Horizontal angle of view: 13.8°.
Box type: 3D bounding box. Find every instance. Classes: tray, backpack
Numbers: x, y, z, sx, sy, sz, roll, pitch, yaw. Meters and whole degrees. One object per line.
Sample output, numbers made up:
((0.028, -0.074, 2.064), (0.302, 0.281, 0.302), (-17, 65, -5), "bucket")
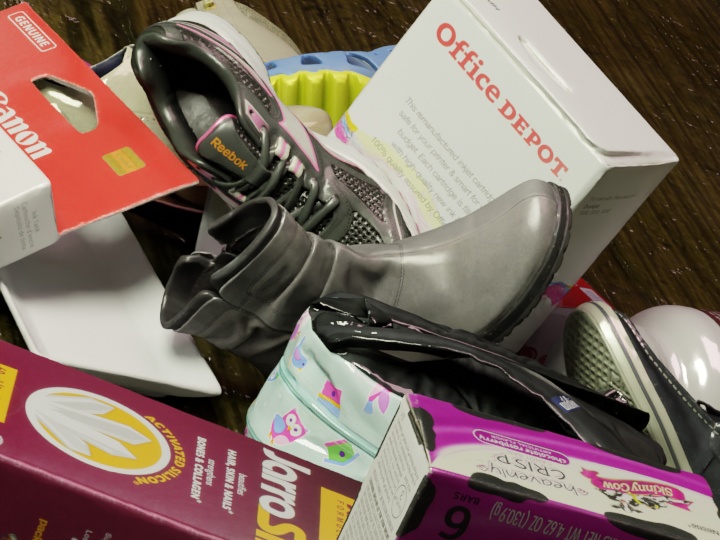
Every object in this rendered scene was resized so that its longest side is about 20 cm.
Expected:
((-0.151, 0.011, 1.566), (0.107, 0.022, 0.200), (12, 25, -29), "tray")
((0.044, 0.095, 1.438), (0.200, 0.127, 0.167), (26, 7, -5), "backpack")

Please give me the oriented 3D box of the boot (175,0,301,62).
((-0.093, -0.122, 1.870), (0.200, 0.072, 0.155), (16, 23, -36), "boot")

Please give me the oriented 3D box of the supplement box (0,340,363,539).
((-0.096, 0.117, 1.290), (0.200, 0.086, 0.110), (22, 21, -9), "supplement box")

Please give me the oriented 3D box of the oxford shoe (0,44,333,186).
((-0.109, -0.088, 1.660), (0.200, 0.074, 0.071), (-1, 13, -10), "oxford shoe")

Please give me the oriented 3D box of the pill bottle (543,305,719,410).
((0.202, 0.079, 1.664), (0.200, 0.113, 0.113), (10, 26, -35), "pill bottle")

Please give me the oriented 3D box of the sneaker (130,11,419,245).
((-0.056, -0.055, 1.579), (0.200, 0.080, 0.086), (43, 12, 11), "sneaker")

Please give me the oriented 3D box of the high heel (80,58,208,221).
((-0.146, -0.077, 1.707), (0.200, 0.067, 0.096), (13, 15, -34), "high heel")

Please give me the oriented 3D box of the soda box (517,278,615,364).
((0.061, -0.002, 1.757), (0.063, 0.070, 0.200), (5, 29, -40), "soda box")

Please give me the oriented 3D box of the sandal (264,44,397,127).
((0.016, -0.101, 1.757), (0.200, 0.080, 0.087), (0, 35, -21), "sandal")

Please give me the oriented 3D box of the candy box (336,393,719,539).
((0.045, 0.160, 1.184), (0.136, 0.200, 0.061), (16, 25, -17), "candy box")

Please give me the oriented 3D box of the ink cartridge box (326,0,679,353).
((0.056, -0.040, 1.628), (0.085, 0.200, 0.145), (-6, 51, -53), "ink cartridge box")

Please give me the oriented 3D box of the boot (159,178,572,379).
((0.000, 0.000, 1.503), (0.132, 0.200, 0.070), (33, 32, -29), "boot")

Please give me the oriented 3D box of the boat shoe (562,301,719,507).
((0.172, 0.098, 1.543), (0.062, 0.075, 0.200), (-34, 92, -24), "boat shoe")

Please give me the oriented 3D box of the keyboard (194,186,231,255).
((-0.064, -0.036, 1.701), (0.056, 0.011, 0.200), (33, 33, -18), "keyboard")

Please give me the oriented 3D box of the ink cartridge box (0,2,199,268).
((-0.211, -0.079, 1.570), (0.176, 0.045, 0.200), (-26, 46, -22), "ink cartridge box")
